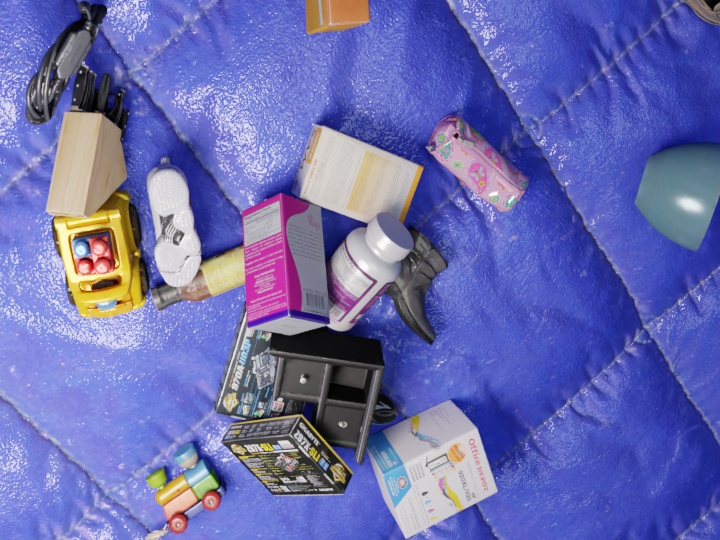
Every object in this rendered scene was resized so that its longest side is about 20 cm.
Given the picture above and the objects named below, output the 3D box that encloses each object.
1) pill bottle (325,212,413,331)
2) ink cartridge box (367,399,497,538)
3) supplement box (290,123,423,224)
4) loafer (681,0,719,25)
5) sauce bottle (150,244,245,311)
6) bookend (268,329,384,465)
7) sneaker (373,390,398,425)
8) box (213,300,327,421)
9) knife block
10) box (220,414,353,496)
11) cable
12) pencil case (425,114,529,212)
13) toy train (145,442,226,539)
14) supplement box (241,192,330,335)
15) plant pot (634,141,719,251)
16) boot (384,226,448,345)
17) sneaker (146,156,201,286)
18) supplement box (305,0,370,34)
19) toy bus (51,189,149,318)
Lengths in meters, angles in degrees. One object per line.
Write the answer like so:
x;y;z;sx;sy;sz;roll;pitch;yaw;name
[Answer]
0.000;0.000;1.320;0.111;0.113;0.200;32;119;-20;pill bottle
0.132;0.371;1.465;0.196;0.145;0.150;-23;108;-9;ink cartridge box
-0.006;-0.158;1.333;0.196;0.073;0.129;19;98;-21;supplement box
0.652;-0.511;1.433;0.196;0.063;0.073;19;99;-19;loafer
-0.258;0.012;1.311;0.196;0.066;0.067;-21;108;-11;sauce bottle
-0.073;0.214;1.337;0.195;0.093;0.203;10;112;-7;bookend
0.007;0.207;1.419;0.082;0.071;0.201;-26;112;31;sneaker
-0.162;0.174;1.388;0.156;0.046;0.204;15;100;-19;box
-0.410;-0.199;1.154;0.062;0.201;0.179;4;124;10;knife block
-0.131;0.330;1.360;0.161;0.198;0.050;53;46;-21;box
-0.438;-0.306;1.131;0.050;0.164;0.202;27;103;-26;cable
0.210;-0.192;1.380;0.199;0.087;0.088;38;92;-21;pencil case
-0.348;0.408;1.381;0.198;0.085;0.117;-33;99;-5;toy train
-0.123;-0.008;1.262;0.100;0.102;0.205;16;64;-49;supplement box
0.597;-0.153;1.458;0.132;0.200;0.205;17;101;17;plant pot
0.116;0.030;1.421;0.131;0.070;0.201;-40;115;-8;boot
-0.303;-0.083;1.255;0.073;0.115;0.204;-8;118;-13;sneaker
-0.040;-0.407;1.195;0.065;0.200;0.071;-9;103;-12;supplement box
-0.403;-0.009;1.200;0.132;0.192;0.205;-10;108;-14;toy bus
